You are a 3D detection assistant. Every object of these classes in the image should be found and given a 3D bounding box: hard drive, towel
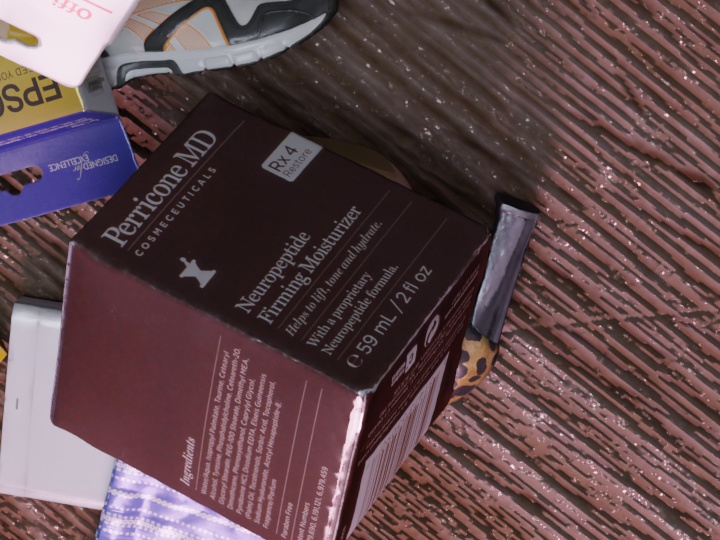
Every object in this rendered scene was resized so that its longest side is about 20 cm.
[{"bbox_3d":[-0.133,0.097,1.735,0.199,0.026,0.133,9,106,7],"label":"hard drive"},{"bbox_3d":[-0.101,0.173,1.727,0.144,0.024,0.201,17,121,1],"label":"towel"}]

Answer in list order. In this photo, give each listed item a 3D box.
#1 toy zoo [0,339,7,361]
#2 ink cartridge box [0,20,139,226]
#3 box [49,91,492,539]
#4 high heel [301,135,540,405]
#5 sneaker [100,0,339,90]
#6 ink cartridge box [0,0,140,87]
[{"bbox_3d":[-0.320,0.044,1.714,0.131,0.020,0.200,-38,118,2],"label":"toy zoo"},{"bbox_3d":[-0.249,-0.123,1.647,0.197,0.047,0.201,-14,96,31],"label":"ink cartridge box"},{"bbox_3d":[-0.055,0.035,1.587,0.199,0.166,0.165,27,137,13],"label":"box"},{"bbox_3d":[0.000,0.000,1.664,0.199,0.071,0.143,18,106,-2],"label":"high heel"},{"bbox_3d":[-0.112,-0.160,1.638,0.199,0.074,0.081,-9,102,11],"label":"sneaker"},{"bbox_3d":[-0.162,-0.210,1.513,0.116,0.068,0.200,26,126,-17],"label":"ink cartridge box"}]
